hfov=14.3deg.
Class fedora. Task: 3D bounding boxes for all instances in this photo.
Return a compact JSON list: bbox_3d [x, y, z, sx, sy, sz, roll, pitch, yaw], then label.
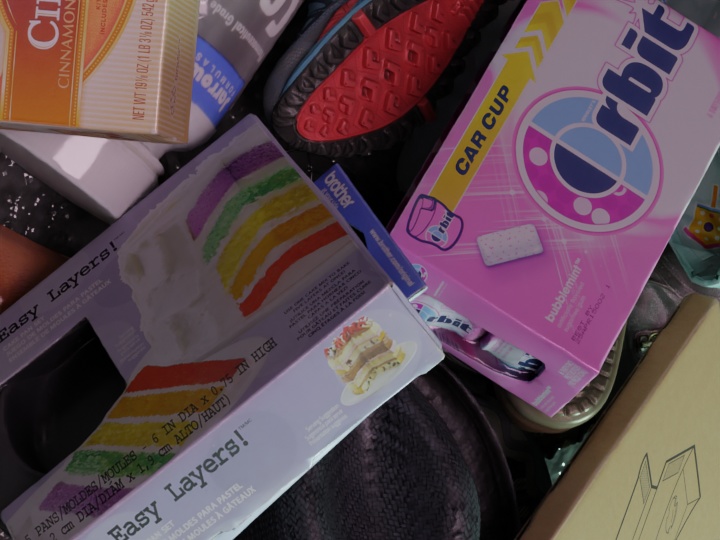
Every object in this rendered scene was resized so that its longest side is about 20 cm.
[{"bbox_3d":[0.000,0.111,1.318,0.200,0.092,0.201,4,74,-16],"label":"fedora"}]

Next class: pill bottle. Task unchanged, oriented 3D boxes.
[{"bbox_3d":[-0.092,-0.127,1.326,0.114,0.114,0.200,37,82,-28],"label":"pill bottle"}]

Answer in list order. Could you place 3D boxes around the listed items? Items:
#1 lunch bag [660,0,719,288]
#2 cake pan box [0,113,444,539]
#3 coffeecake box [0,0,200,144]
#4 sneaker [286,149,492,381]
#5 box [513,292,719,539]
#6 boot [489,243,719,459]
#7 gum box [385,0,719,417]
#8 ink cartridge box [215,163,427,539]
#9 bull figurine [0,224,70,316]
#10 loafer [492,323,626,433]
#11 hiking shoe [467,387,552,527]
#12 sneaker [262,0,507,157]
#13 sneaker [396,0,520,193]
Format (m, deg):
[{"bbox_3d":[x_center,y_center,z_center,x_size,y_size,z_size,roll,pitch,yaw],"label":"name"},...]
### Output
[{"bbox_3d":[0.239,-0.081,1.479,0.170,0.122,0.201,5,81,-36],"label":"lunch bag"},{"bbox_3d":[-0.082,0.042,1.233,0.200,0.184,0.052,-38,122,1],"label":"cake pan box"},{"bbox_3d":[-0.171,-0.140,1.237,0.199,0.073,0.154,5,89,8],"label":"coffeecake box"},{"bbox_3d":[0.000,0.000,1.422,0.200,0.087,0.076,30,62,-34],"label":"sneaker"},{"bbox_3d":[0.134,0.135,1.426,0.200,0.021,0.164,-51,143,-37],"label":"box"},{"bbox_3d":[0.149,0.064,1.527,0.174,0.069,0.201,-24,106,-17],"label":"boot"},{"bbox_3d":[0.090,-0.040,1.343,0.113,0.066,0.200,32,63,-2],"label":"gum box"},{"bbox_3d":[-0.055,0.054,1.286,0.200,0.119,0.042,-44,125,6],"label":"ink cartridge box"},{"bbox_3d":[-0.157,0.035,1.349,0.200,0.065,0.122,28,90,-27],"label":"bull figurine"},{"bbox_3d":[0.105,-0.006,1.410,0.076,0.067,0.200,28,61,-7],"label":"loafer"},{"bbox_3d":[0.059,0.136,1.463,0.200,0.076,0.101,42,51,-28],"label":"hiking shoe"},{"bbox_3d":[0.012,-0.132,1.391,0.200,0.095,0.079,-48,133,-24],"label":"sneaker"},{"bbox_3d":[0.100,-0.102,1.467,0.088,0.075,0.200,35,89,-41],"label":"sneaker"}]
